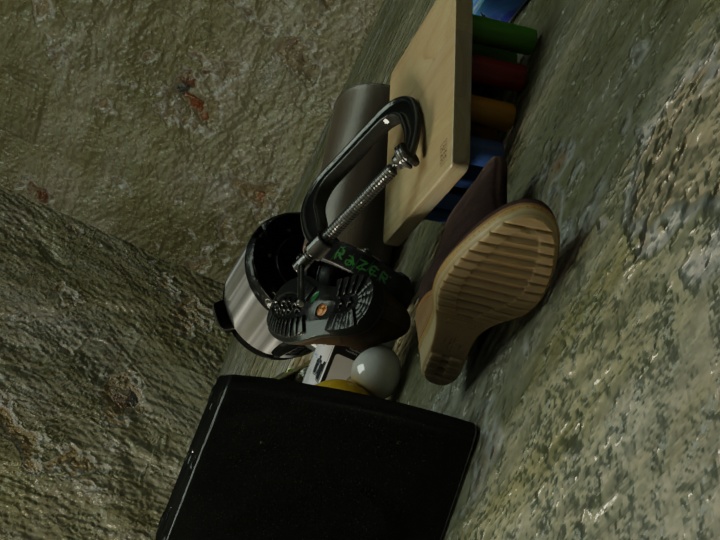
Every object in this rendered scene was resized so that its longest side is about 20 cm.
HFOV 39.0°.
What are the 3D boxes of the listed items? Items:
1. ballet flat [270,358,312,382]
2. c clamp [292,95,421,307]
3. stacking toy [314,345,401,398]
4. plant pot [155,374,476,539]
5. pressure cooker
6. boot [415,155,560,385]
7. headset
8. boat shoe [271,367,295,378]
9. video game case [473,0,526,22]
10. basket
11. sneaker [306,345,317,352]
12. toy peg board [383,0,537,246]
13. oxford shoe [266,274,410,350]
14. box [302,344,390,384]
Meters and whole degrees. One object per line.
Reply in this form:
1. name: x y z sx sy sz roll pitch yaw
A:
1. ballet flat: -0.098 0.158 1.194 0.198 0.072 0.071 -27 -3 -18
2. c clamp: -0.003 -0.076 0.995 0.200 0.027 0.172 -48 27 16
3. stacking toy: -0.028 0.152 0.948 0.201 0.145 0.146 -52 5 -16
4. plant pot: -0.050 0.176 0.765 0.199 0.175 0.203 153 138 -77
5. pressure cooker: -0.106 0.031 1.475 0.200 0.174 0.181 -47 17 56
6. boot: 0.091 -0.030 0.753 0.201 0.071 0.168 117 169 -50
7. headset: 0.000 0.000 1.097 0.095 0.122 0.200 -62 0 -13
8. boat shoe: -0.097 0.168 1.408 0.202 0.071 0.061 123 163 -67
9. video game case: 0.171 -0.360 1.190 0.200 0.045 0.184 134 158 -68
10. basket: 0.006 -0.102 1.281 0.181 0.133 0.204 101 -176 -69
11. sneaker: -0.042 0.012 1.349 0.075 0.105 0.203 126 164 -55
12. toy peg board: 0.100 -0.146 1.009 0.200 0.096 0.203 131 145 -65
13. oxford shoe: -0.026 0.052 1.028 0.198 0.084 0.074 3 69 52
14. box: -0.040 0.161 1.117 0.117 0.059 0.203 -170 103 -81
